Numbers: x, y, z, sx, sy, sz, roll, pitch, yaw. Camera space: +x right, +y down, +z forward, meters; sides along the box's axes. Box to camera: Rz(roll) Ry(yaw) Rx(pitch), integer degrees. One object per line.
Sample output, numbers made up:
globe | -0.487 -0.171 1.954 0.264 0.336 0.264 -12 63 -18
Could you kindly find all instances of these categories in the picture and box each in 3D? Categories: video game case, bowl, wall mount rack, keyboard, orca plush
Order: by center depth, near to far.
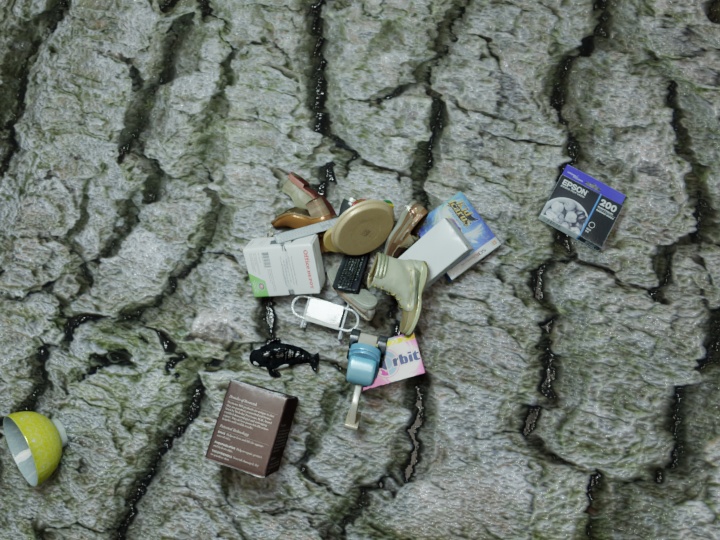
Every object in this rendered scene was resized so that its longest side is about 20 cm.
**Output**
bowl | -0.856 0.457 1.442 0.201 0.201 0.107 51 40 13
keyboard | -0.139 -0.111 1.479 0.196 0.056 0.011 -17 115 -13
orca plush | -0.216 0.245 1.488 0.196 0.071 0.107 16 77 7
keyboard | 0.000 0.000 1.498 0.124 0.021 0.201 9 35 6
wall mount rack | -0.088 0.097 1.520 0.196 0.075 0.177 16 80 6
video game case | 0.275 -0.098 1.559 0.180 0.046 0.201 -34 77 -6

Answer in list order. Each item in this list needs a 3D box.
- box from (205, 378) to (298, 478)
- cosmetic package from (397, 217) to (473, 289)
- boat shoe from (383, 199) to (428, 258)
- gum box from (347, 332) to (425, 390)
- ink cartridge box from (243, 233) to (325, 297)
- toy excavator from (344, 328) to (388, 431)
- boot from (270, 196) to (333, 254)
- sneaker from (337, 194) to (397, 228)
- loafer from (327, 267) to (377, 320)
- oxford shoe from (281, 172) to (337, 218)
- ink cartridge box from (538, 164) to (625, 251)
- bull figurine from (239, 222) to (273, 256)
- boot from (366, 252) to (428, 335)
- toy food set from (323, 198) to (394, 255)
box | -0.276 0.407 1.402 0.161 0.166 0.204 14 77 7
cosmetic package | 0.201 -0.040 1.490 0.199 0.081 0.114 -39 76 21
boat shoe | 0.127 -0.095 1.508 0.071 0.075 0.203 33 115 21
gum box | 0.067 0.252 1.472 0.196 0.066 0.116 -16 76 -1
ink cartridge box | -0.206 -0.014 1.488 0.196 0.084 0.148 -4 114 12
toy excavator | -0.003 0.281 1.377 0.098 0.196 0.202 13 52 6
boot | -0.159 -0.114 1.578 0.197 0.077 0.158 -18 104 21
sneaker | 0.023 -0.131 1.578 0.197 0.075 0.108 27 99 0
loafer | -0.030 0.065 1.474 0.071 0.064 0.199 -19 41 -32
oxford shoe | -0.152 -0.202 1.609 0.200 0.070 0.075 44 109 11
ink cartridge box | 0.649 -0.191 1.563 0.196 0.043 0.202 30 78 10
bull figurine | -0.247 -0.060 1.557 0.196 0.065 0.123 19 119 0
boot | 0.088 0.062 1.422 0.152 0.072 0.204 10 93 -18
toy food set | 0.006 -0.117 1.477 0.195 0.202 0.049 4 41 -36
